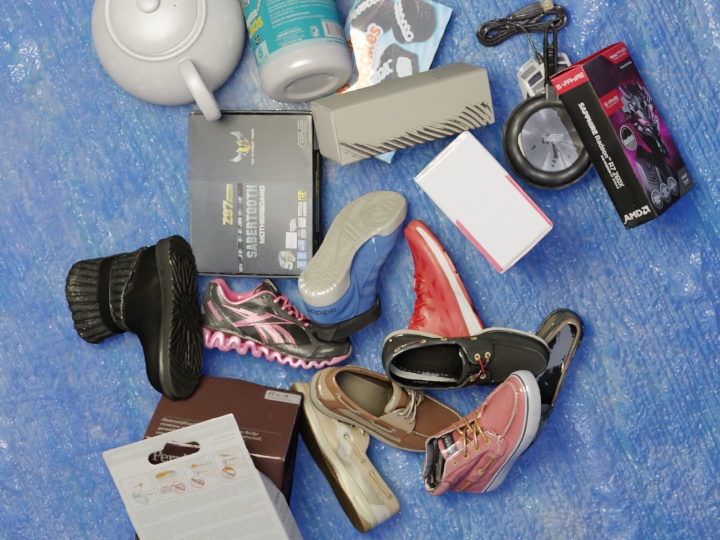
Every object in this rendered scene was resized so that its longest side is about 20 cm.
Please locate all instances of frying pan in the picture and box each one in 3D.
[{"bbox_3d":[0.239,-0.188,1.623,0.115,0.031,0.191,23,90,1],"label":"frying pan"}]

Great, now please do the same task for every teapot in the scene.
[{"bbox_3d":[-0.230,-0.290,1.608,0.199,0.146,0.198,16,86,5],"label":"teapot"}]

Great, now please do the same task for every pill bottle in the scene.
[{"bbox_3d":[-0.083,-0.308,1.620,0.110,0.111,0.201,-16,76,3],"label":"pill bottle"}]

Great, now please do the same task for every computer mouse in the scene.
[{"bbox_3d":[0.225,-0.222,1.660,0.109,0.044,0.201,-22,86,-2],"label":"computer mouse"}]

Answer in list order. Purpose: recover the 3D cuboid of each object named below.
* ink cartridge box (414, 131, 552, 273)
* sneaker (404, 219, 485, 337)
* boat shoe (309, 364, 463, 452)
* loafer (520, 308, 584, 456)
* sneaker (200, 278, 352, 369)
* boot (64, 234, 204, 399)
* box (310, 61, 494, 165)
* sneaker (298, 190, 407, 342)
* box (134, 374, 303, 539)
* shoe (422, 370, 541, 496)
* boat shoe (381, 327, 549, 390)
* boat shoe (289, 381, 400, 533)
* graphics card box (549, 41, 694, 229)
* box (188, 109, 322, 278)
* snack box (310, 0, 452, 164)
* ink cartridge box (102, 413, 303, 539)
[{"bbox_3d":[0.141,-0.082,1.591,0.084,0.200,0.145,-42,91,6],"label":"ink cartridge box"},{"bbox_3d":[0.075,0.047,1.661,0.115,0.078,0.201,-28,90,2],"label":"sneaker"},{"bbox_3d":[0.038,0.165,1.648,0.199,0.072,0.076,17,66,-16],"label":"boat shoe"},{"bbox_3d":[0.211,0.139,1.666,0.072,0.063,0.201,25,94,0],"label":"loafer"},{"bbox_3d":[-0.104,0.060,1.664,0.199,0.079,0.096,12,98,0],"label":"sneaker"},{"bbox_3d":[-0.271,0.068,1.631,0.157,0.079,0.212,-17,59,20],"label":"boot"},{"bbox_3d":[0.050,-0.185,1.604,0.199,0.082,0.069,-17,110,-15],"label":"box"},{"bbox_3d":[-0.001,0.000,1.654,0.076,0.200,0.112,13,139,26],"label":"sneaker"},{"bbox_3d":[-0.166,0.251,1.610,0.165,0.164,0.201,8,113,2],"label":"box"},{"bbox_3d":[0.139,0.197,1.615,0.091,0.201,0.072,-4,48,-25],"label":"shoe"},{"bbox_3d":[0.125,0.109,1.616,0.200,0.063,0.074,2,113,-2],"label":"boat shoe"},{"bbox_3d":[-0.020,0.219,1.680,0.065,0.072,0.201,-28,83,-18],"label":"boat shoe"},{"bbox_3d":[0.309,-0.160,1.613,0.051,0.125,0.201,-23,96,39],"label":"graphics card box"},{"bbox_3d":[-0.126,-0.093,1.655,0.157,0.051,0.201,3,96,14],"label":"box"},{"bbox_3d":[0.022,-0.243,1.667,0.116,0.037,0.201,22,94,2],"label":"snack box"},{"bbox_3d":[-0.169,0.254,1.500,0.159,0.047,0.201,-18,107,13],"label":"ink cartridge box"}]
